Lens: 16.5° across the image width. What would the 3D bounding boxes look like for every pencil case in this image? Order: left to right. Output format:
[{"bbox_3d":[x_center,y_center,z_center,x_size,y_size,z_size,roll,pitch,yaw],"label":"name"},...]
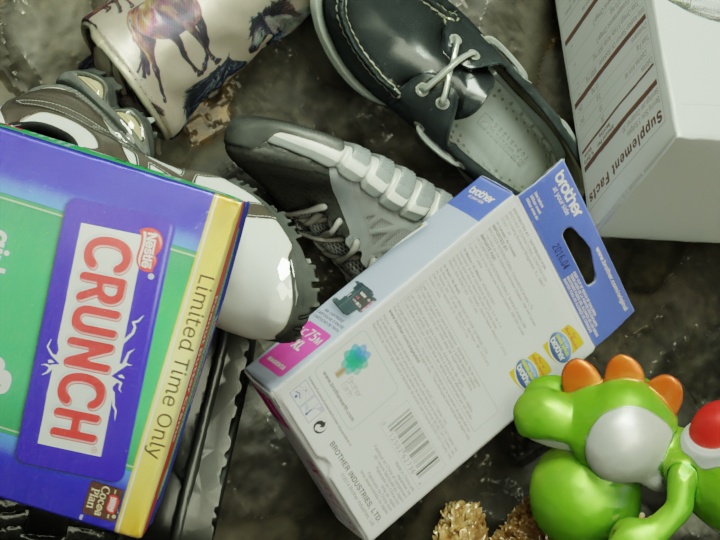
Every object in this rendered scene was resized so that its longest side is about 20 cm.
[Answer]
[{"bbox_3d":[-0.058,-0.154,1.346,0.200,0.090,0.078,-39,63,-15],"label":"pencil case"}]

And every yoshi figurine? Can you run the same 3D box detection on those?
[{"bbox_3d":[0.172,0.120,1.311,0.200,0.112,0.112,19,77,15],"label":"yoshi figurine"}]

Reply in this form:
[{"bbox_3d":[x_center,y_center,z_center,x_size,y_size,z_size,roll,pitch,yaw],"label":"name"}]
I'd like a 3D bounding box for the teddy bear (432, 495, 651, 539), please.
[{"bbox_3d":[0.089,0.189,1.372,0.145,0.067,0.200,34,71,-15],"label":"teddy bear"}]

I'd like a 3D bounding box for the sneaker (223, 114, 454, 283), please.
[{"bbox_3d":[0.000,0.000,1.342,0.200,0.075,0.116,25,86,-24],"label":"sneaker"}]

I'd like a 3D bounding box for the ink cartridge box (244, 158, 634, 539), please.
[{"bbox_3d":[0.046,0.037,1.319,0.200,0.042,0.119,-38,125,-11],"label":"ink cartridge box"}]

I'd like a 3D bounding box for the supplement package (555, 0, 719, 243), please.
[{"bbox_3d":[0.185,-0.127,1.351,0.117,0.117,0.200,3,63,-19],"label":"supplement package"}]

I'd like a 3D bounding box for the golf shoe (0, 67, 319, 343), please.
[{"bbox_3d":[-0.112,-0.022,1.244,0.200,0.094,0.078,36,120,24],"label":"golf shoe"}]

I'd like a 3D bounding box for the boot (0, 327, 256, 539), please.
[{"bbox_3d":[-0.139,0.053,1.309,0.157,0.079,0.212,11,69,-1],"label":"boot"}]

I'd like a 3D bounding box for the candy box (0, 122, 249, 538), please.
[{"bbox_3d":[-0.170,0.018,1.175,0.200,0.077,0.169,16,94,-2],"label":"candy box"}]

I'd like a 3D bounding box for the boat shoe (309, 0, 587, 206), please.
[{"bbox_3d":[0.055,-0.098,1.347,0.200,0.060,0.076,38,85,-30],"label":"boat shoe"}]
